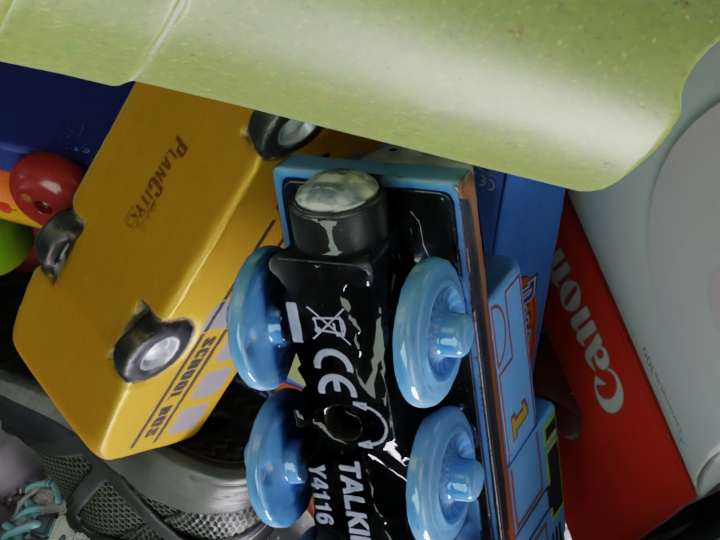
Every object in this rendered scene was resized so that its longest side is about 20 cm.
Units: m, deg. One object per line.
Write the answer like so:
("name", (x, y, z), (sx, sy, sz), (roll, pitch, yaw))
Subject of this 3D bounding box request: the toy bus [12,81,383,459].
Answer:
("toy bus", (-0.055, -0.023, 0.717), (0.065, 0.078, 0.201), (49, 124, 24))

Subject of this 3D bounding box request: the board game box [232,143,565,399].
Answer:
("board game box", (0.000, 0.000, 0.786), (0.151, 0.045, 0.202), (30, 129, 30))

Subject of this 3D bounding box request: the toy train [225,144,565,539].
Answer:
("toy train", (0.015, 0.048, 0.681), (0.086, 0.114, 0.202), (4, 119, 25))

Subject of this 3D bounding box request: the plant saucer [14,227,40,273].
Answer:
("plant saucer", (-0.148, -0.032, 0.886), (0.198, 0.037, 0.201), (23, 132, 8))

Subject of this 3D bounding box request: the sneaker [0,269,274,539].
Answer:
("sneaker", (-0.116, 0.077, 0.856), (0.198, 0.076, 0.115), (26, 129, 26))

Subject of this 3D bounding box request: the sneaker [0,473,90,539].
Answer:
("sneaker", (-0.151, 0.148, 0.924), (0.086, 0.202, 0.077), (16, 165, -24))

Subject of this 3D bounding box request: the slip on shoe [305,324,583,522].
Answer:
("slip on shoe", (0.042, 0.076, 0.857), (0.199, 0.061, 0.074), (-24, 114, 39))

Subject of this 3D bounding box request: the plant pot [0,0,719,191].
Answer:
("plant pot", (0.007, -0.113, 0.570), (0.189, 0.201, 0.200), (22, 135, -15))

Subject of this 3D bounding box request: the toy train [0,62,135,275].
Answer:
("toy train", (-0.165, -0.044, 0.815), (0.198, 0.085, 0.116), (13, 143, 17))

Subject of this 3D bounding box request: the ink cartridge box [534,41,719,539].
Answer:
("ink cartridge box", (0.098, -0.003, 0.716), (0.200, 0.057, 0.164), (-42, 60, 39))

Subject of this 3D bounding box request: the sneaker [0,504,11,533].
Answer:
("sneaker", (-0.208, 0.187, 1.008), (0.076, 0.078, 0.202), (4, 124, 13))

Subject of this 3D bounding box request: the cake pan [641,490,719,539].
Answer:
("cake pan", (0.120, 0.122, 0.777), (0.200, 0.200, 0.037), (-31, 83, 39))
